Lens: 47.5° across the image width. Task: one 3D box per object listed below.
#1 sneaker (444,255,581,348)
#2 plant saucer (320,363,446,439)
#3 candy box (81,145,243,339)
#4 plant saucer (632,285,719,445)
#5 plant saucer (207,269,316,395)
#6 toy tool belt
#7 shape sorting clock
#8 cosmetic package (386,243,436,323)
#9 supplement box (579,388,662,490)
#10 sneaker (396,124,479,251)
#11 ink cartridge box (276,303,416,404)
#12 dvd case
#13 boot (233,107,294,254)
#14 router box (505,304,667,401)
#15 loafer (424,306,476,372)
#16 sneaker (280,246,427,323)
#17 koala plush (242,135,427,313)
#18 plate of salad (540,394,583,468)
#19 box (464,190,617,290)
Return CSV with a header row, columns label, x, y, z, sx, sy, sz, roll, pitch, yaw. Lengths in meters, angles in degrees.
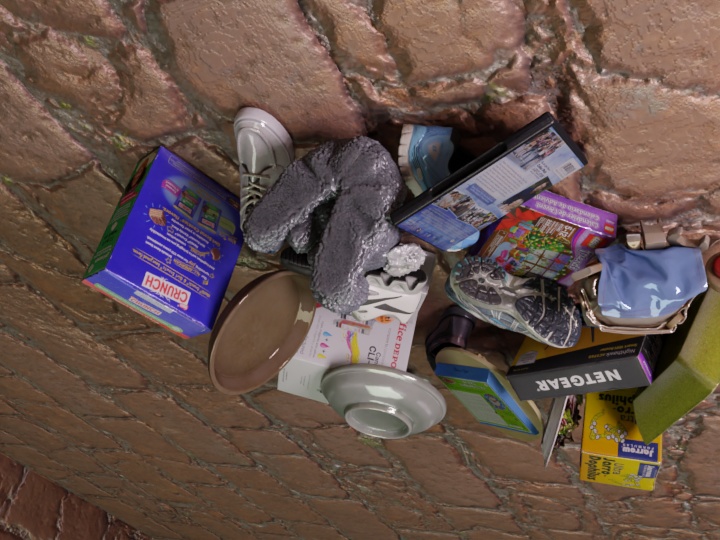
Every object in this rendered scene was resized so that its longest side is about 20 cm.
label,x,y,z,sx,sy,sz,roll,pitch,yaw
sneaker,0.203,0.044,1.098,0.198,0.079,0.086,28,160,-7
plant saucer,0.031,0.210,1.240,0.196,0.051,0.201,11,148,7
candy box,-0.255,-0.035,1.112,0.168,0.203,0.076,35,144,-29
plant saucer,0.420,0.102,1.051,0.047,0.201,0.201,30,151,11
plant saucer,-0.139,0.082,1.141,0.029,0.200,0.201,33,158,29
toy tool belt,0.347,0.005,0.946,0.197,0.127,0.123,-12,157,16
shape sorting clock,0.198,0.189,1.257,0.199,0.039,0.201,34,159,14
cosmetic package,0.000,0.000,1.180,0.197,0.075,0.102,18,149,-1
supplement box,0.383,0.200,1.199,0.108,0.203,0.109,4,147,17
sneaker,0.112,-0.093,0.978,0.088,0.079,0.201,-5,144,24
ink cartridge box,-0.021,0.127,1.318,0.197,0.147,0.145,15,148,-1
dvd case,0.143,-0.090,0.896,0.198,0.018,0.142,-32,156,21
boot,-0.123,-0.106,1.043,0.072,0.097,0.201,5,147,16
router box,0.314,0.102,1.120,0.198,0.150,0.051,-17,114,42
loafer,0.140,0.130,1.330,0.071,0.064,0.201,15,149,3
sneaker,-0.016,0.025,1.093,0.197,0.074,0.090,15,117,-1
koala plush,-0.004,-0.054,0.993,0.177,0.185,0.200,38,-176,23
plate of salad,0.313,0.203,1.234,0.047,0.202,0.201,16,150,13
box,0.226,-0.027,1.067,0.135,0.040,0.201,17,149,-4
